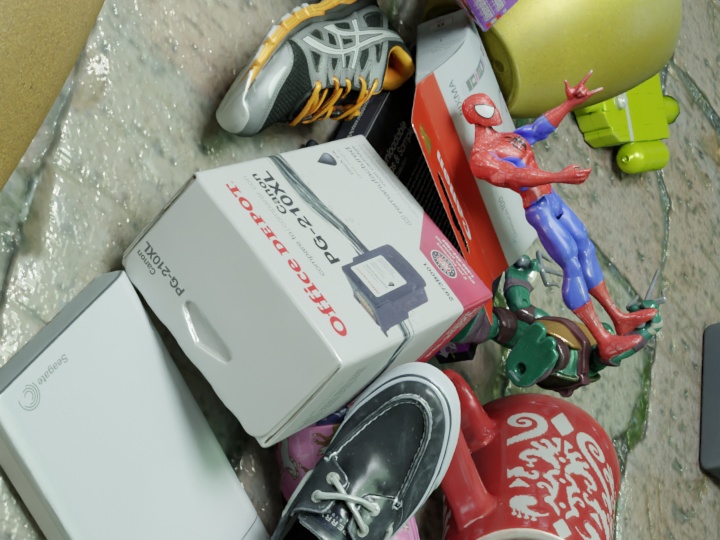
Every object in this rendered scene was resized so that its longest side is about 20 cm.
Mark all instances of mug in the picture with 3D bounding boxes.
[{"bbox_3d":[0.095,0.174,1.064,0.134,0.177,0.200,-64,-179,19],"label":"mug"}]

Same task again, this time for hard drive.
[{"bbox_3d":[-0.132,0.119,0.890,0.132,0.027,0.201,-51,122,-47],"label":"hard drive"}]

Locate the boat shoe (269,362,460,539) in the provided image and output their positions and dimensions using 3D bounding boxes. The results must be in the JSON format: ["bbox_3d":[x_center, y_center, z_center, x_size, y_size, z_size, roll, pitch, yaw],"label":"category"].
[{"bbox_3d":[-0.011,0.145,0.925,0.072,0.200,0.068,38,14,5],"label":"boat shoe"}]

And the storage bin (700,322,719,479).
[{"bbox_3d":[0.427,0.141,1.577,0.134,0.145,0.201,25,62,-37],"label":"storage bin"}]

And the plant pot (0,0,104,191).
[{"bbox_3d":[-0.202,-0.140,0.748,0.186,0.186,0.201,16,82,-51],"label":"plant pot"}]

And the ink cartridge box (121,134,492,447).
[{"bbox_3d":[-0.028,0.005,0.956,0.145,0.084,0.200,51,30,11],"label":"ink cartridge box"}]

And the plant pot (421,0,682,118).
[{"bbox_3d":[0.130,-0.199,1.217,0.142,0.200,0.201,-39,115,-29],"label":"plant pot"}]

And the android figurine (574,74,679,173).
[{"bbox_3d":[0.252,-0.183,1.487,0.200,0.041,0.183,-7,88,-56],"label":"android figurine"}]

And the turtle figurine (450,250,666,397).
[{"bbox_3d":[0.155,0.045,1.163,0.200,0.149,0.101,-3,102,-53],"label":"turtle figurine"}]

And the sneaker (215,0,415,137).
[{"bbox_3d":[-0.025,-0.134,1.038,0.077,0.078,0.200,45,41,1],"label":"sneaker"}]

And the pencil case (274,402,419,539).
[{"bbox_3d":[0.001,0.178,1.004,0.082,0.086,0.201,-14,96,-26],"label":"pencil case"}]

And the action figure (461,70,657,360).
[{"bbox_3d":[0.148,-0.048,1.039,0.200,0.099,0.065,52,33,-5],"label":"action figure"}]

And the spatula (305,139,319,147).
[{"bbox_3d":[0.000,0.000,1.103,0.201,0.020,0.057,66,20,-13],"label":"spatula"}]

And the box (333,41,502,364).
[{"bbox_3d":[0.049,-0.050,1.162,0.201,0.036,0.143,61,35,-30],"label":"box"}]

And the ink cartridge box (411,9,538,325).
[{"bbox_3d":[0.085,-0.079,1.094,0.200,0.057,0.163,-91,159,-65],"label":"ink cartridge box"}]

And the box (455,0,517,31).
[{"bbox_3d":[0.026,-0.261,1.069,0.200,0.039,0.137,49,8,10],"label":"box"}]
